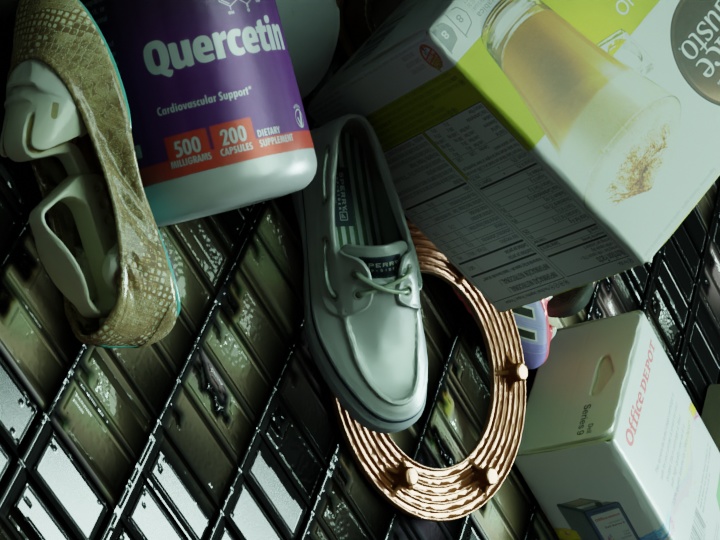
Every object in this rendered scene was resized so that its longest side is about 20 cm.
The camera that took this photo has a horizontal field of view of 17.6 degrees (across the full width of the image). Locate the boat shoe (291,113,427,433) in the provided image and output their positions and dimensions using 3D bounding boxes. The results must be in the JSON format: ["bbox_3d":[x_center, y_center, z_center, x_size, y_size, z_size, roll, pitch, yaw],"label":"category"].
[{"bbox_3d":[0.000,0.000,1.438,0.073,0.067,0.200,-13,78,-26],"label":"boat shoe"}]

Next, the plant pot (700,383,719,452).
[{"bbox_3d":[0.398,0.214,1.958,0.200,0.177,0.200,60,32,-28],"label":"plant pot"}]

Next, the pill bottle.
[{"bbox_3d":[-0.099,-0.130,1.291,0.112,0.112,0.200,-17,92,-61],"label":"pill bottle"}]

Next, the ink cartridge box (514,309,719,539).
[{"bbox_3d":[0.202,0.152,1.730,0.200,0.087,0.145,60,32,-30],"label":"ink cartridge box"}]

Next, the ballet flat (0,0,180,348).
[{"bbox_3d":[-0.150,-0.052,1.219,0.065,0.070,0.200,-24,95,-47],"label":"ballet flat"}]

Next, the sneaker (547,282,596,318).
[{"bbox_3d":[0.164,-0.028,1.744,0.116,0.076,0.200,51,29,-46],"label":"sneaker"}]

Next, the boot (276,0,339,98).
[{"bbox_3d":[-0.071,-0.197,1.417,0.096,0.074,0.200,51,-20,38],"label":"boot"}]

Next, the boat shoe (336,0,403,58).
[{"bbox_3d":[0.059,-0.145,1.615,0.200,0.070,0.070,34,69,-48],"label":"boat shoe"}]

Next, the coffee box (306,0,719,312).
[{"bbox_3d":[0.125,-0.120,1.477,0.198,0.200,0.200,45,67,-9],"label":"coffee box"}]

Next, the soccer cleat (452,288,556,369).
[{"bbox_3d":[0.077,-0.009,1.621,0.076,0.067,0.200,-31,120,-21],"label":"soccer cleat"}]

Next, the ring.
[{"bbox_3d":[0.050,0.065,1.527,0.200,0.019,0.201,13,73,-46],"label":"ring"}]
